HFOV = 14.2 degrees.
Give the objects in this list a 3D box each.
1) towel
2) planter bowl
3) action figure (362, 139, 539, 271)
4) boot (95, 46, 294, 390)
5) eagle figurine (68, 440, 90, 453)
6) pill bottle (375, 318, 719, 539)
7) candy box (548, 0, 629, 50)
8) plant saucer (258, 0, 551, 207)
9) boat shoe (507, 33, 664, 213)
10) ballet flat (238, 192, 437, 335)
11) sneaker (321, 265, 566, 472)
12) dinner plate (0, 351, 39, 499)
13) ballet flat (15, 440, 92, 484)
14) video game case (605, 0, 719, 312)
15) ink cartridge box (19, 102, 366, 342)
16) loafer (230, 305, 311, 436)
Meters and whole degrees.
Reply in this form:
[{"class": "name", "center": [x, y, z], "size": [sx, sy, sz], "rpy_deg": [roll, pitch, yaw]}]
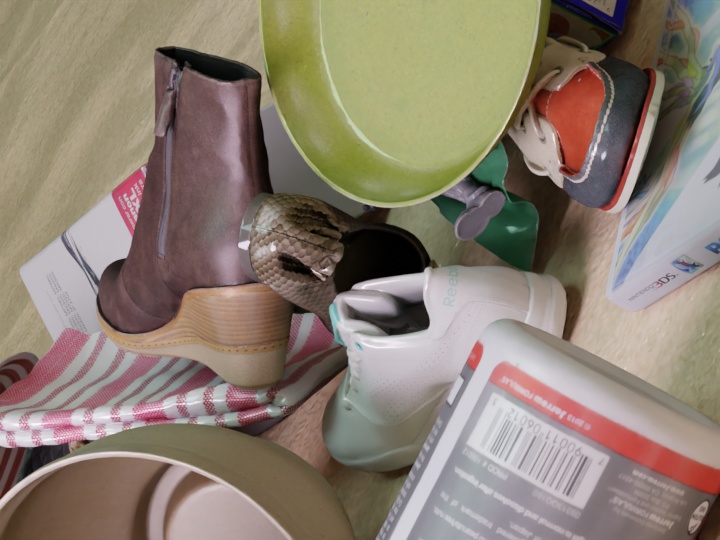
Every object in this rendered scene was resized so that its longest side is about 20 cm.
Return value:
[{"class": "towel", "center": [-0.103, 0.056, 1.557], "size": [0.199, 0.030, 0.146], "rpy_deg": [-7, 14, 21]}, {"class": "planter bowl", "center": [-0.078, 0.160, 1.416], "size": [0.200, 0.200, 0.135], "rpy_deg": [-55, -6, 26]}, {"class": "action figure", "center": [0.013, -0.074, 1.479], "size": [0.055, 0.119, 0.200], "rpy_deg": [-24, 26, -18]}, {"class": "boot", "center": [-0.089, -0.036, 1.511], "size": [0.200, 0.072, 0.167], "rpy_deg": [20, 117, 60]}, {"class": "eagle figurine", "center": [-0.180, 0.194, 1.602], "size": [0.200, 0.152, 0.151], "rpy_deg": [-58, 34, -6]}, {"class": "pill bottle", "center": [0.059, 0.131, 1.165], "size": [0.201, 0.116, 0.116], "rpy_deg": [-63, 19, 5]}, {"class": "candy box", "center": [0.075, -0.168, 1.555], "size": [0.200, 0.077, 0.170], "rpy_deg": [-38, 31, 54]}, {"class": "plant saucer", "center": [0.025, -0.130, 1.367], "size": [0.200, 0.031, 0.201], "rpy_deg": [-1, 89, 48]}, {"class": "boat shoe", "center": [0.097, -0.077, 1.361], "size": [0.200, 0.062, 0.071], "rpy_deg": [-111, 42, -76]}, {"class": "ballet flat", "center": [0.000, 0.000, 1.452], "size": [0.046, 0.200, 0.068], "rpy_deg": [9, 82, 25]}, {"class": "sneaker", "center": [0.016, 0.038, 1.426], "size": [0.200, 0.088, 0.076], "rpy_deg": [-39, 40, 53]}, {"class": "dinner plate", "center": [-0.237, 0.133, 1.622], "size": [0.201, 0.024, 0.200], "rpy_deg": [-62, -9, -18]}, {"class": "ballet flat", "center": [-0.156, 0.093, 1.683], "size": [0.200, 0.066, 0.057], "rpy_deg": [-28, 78, 52]}, {"class": "video game case", "center": [0.181, -0.099, 1.277], "size": [0.182, 0.022, 0.201], "rpy_deg": [-37, 33, 53]}, {"class": "ink cartridge box", "center": [-0.096, -0.022, 1.711], "size": [0.144, 0.085, 0.200], "rpy_deg": [-28, -3, -33]}, {"class": "loafer", "center": [-0.081, 0.061, 1.686], "size": [0.200, 0.071, 0.073], "rpy_deg": [-49, 24, 37]}]
